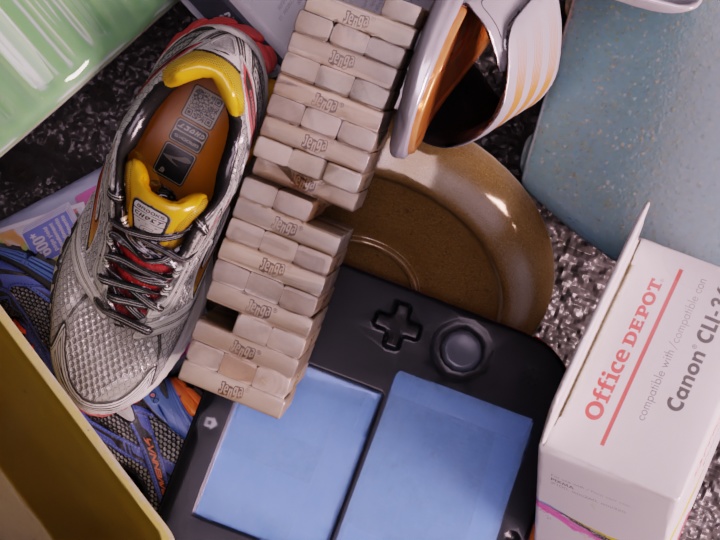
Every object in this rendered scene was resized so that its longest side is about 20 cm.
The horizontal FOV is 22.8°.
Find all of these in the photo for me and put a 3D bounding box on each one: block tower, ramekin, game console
[{"bbox_3d":[-0.027,-0.037,0.843,0.058,0.054,0.201,21,99,4],"label":"block tower"},{"bbox_3d":[-0.181,-0.124,0.900,0.200,0.200,0.098,-41,101,0],"label":"ramekin"},{"bbox_3d":[0.000,0.105,0.884,0.176,0.031,0.201,22,76,-5],"label":"game console"}]

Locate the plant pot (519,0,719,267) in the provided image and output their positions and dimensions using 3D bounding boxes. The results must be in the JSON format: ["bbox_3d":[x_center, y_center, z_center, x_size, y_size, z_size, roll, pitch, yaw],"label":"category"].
[{"bbox_3d":[0.193,-0.072,0.920,0.199,0.196,0.197,17,92,9],"label":"plant pot"}]

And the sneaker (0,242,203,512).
[{"bbox_3d":[-0.138,0.063,0.916,0.200,0.075,0.078,43,76,7],"label":"sneaker"}]

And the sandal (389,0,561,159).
[{"bbox_3d":[0.074,-0.118,0.872,0.059,0.207,0.079,25,130,9],"label":"sandal"}]

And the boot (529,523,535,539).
[{"bbox_3d":[0.074,0.159,0.937,0.199,0.077,0.156,20,84,6],"label":"boot"}]

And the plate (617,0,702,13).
[{"bbox_3d":[0.077,-0.212,0.872,0.199,0.032,0.201,15,53,0],"label":"plate"}]

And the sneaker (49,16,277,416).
[{"bbox_3d":[-0.102,-0.023,0.842,0.078,0.082,0.201,20,104,0],"label":"sneaker"}]

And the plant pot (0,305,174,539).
[{"bbox_3d":[-0.230,0.122,0.860,0.200,0.176,0.200,-37,87,-15],"label":"plant pot"}]

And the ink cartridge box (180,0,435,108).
[{"bbox_3d":[-0.011,-0.182,0.915,0.200,0.043,0.199,46,57,-27],"label":"ink cartridge box"}]

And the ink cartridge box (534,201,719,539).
[{"bbox_3d":[0.133,0.068,0.831,0.067,0.200,0.117,21,66,15],"label":"ink cartridge box"}]

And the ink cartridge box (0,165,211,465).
[{"bbox_3d":[-0.187,0.035,0.983,0.199,0.042,0.120,-28,93,1],"label":"ink cartridge box"}]

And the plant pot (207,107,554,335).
[{"bbox_3d":[0.000,0.000,0.929,0.199,0.028,0.201,8,133,9],"label":"plant pot"}]
